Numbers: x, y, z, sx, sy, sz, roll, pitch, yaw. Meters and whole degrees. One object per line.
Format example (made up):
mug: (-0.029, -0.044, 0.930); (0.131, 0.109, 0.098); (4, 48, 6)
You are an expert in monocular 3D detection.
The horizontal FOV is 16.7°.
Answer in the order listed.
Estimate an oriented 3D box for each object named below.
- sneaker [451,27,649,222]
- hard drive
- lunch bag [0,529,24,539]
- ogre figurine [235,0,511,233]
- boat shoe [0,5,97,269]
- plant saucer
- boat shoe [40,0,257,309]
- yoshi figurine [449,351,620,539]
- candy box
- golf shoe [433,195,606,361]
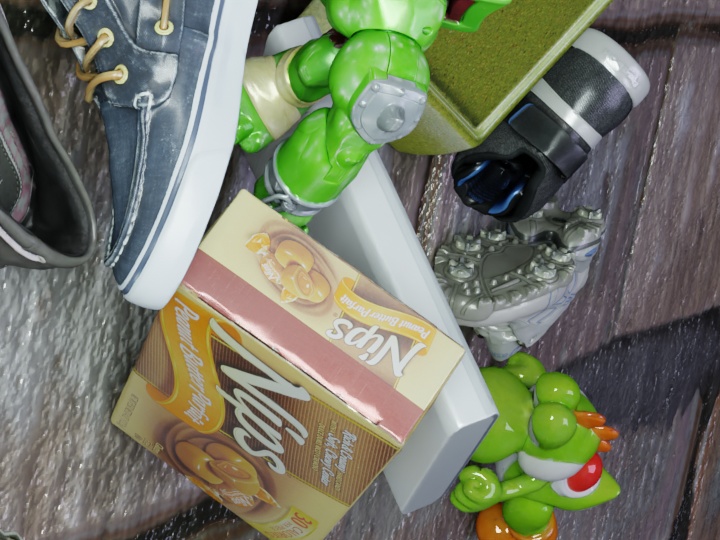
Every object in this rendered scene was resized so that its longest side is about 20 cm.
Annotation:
sneaker: (0.089, -0.080, 1.427); (0.112, 0.073, 0.200); (-47, -175, -9)
hard drive: (0.000, 0.000, 1.124); (0.027, 0.201, 0.132); (-19, 163, -16)
lunch bag: (-0.163, 0.199, 0.976); (0.164, 0.117, 0.201); (39, 62, -66)
ogre figurine: (-0.001, -0.118, 1.026); (0.098, 0.120, 0.201); (36, 67, -19)
boat shoe: (-0.146, -0.070, 0.920); (0.067, 0.057, 0.200); (-62, 154, -28)
plant saucer: (0.073, -0.149, 1.291); (0.200, 0.048, 0.200); (-47, 157, 3)
boat shoe: (-0.094, -0.090, 0.973); (0.071, 0.090, 0.202); (155, -52, -69)
yoshi figurine: (0.098, 0.112, 1.601); (0.111, 0.113, 0.200); (-25, 158, -10)
candy box: (-0.037, 0.052, 1.069); (0.055, 0.115, 0.200); (-55, 179, -25)
golf shoe: (0.098, 0.020, 1.535); (0.200, 0.078, 0.098); (-26, 133, -60)
